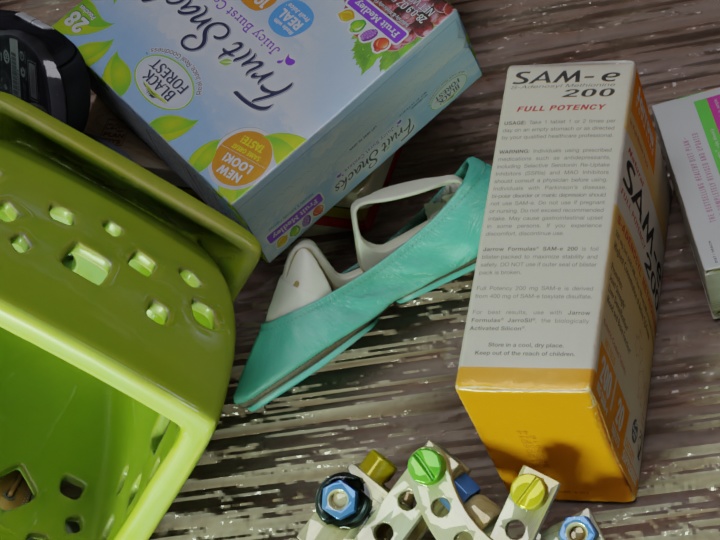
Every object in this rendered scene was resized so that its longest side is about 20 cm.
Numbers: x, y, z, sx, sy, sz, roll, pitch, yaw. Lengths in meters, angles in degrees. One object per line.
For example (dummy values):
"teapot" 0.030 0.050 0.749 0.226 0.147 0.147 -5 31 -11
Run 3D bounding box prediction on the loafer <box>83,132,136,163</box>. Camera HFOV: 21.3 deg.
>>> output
"loafer" -0.202 -0.046 1.148 0.063 0.072 0.200 -22 23 -36

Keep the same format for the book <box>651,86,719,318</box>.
"book" 0.273 -0.064 1.054 0.199 0.048 0.134 -15 53 7

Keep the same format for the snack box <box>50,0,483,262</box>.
"snack box" -0.057 -0.127 1.108 0.169 0.068 0.200 -41 53 -7

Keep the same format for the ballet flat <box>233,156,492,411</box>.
"ballet flat" 0.000 0.000 1.082 0.200 0.067 0.071 -33 97 -1

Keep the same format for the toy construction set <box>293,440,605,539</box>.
"toy construction set" 0.017 0.168 0.967 0.131 0.092 0.200 37 75 17

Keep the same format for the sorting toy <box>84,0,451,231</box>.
"sorting toy" -0.047 -0.121 1.187 0.199 0.070 0.199 8 61 24

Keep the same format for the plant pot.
"plant pot" -0.175 0.037 1.004 0.198 0.200 0.182 29 38 -8

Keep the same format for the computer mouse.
"computer mouse" -0.204 -0.145 1.125 0.046 0.141 0.200 -11 17 -31

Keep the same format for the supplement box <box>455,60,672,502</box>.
"supplement box" 0.113 0.005 1.013 0.073 0.126 0.201 0 59 20

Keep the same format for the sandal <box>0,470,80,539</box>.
"sandal" -0.210 0.130 1.087 0.081 0.055 0.200 -29 53 -1
